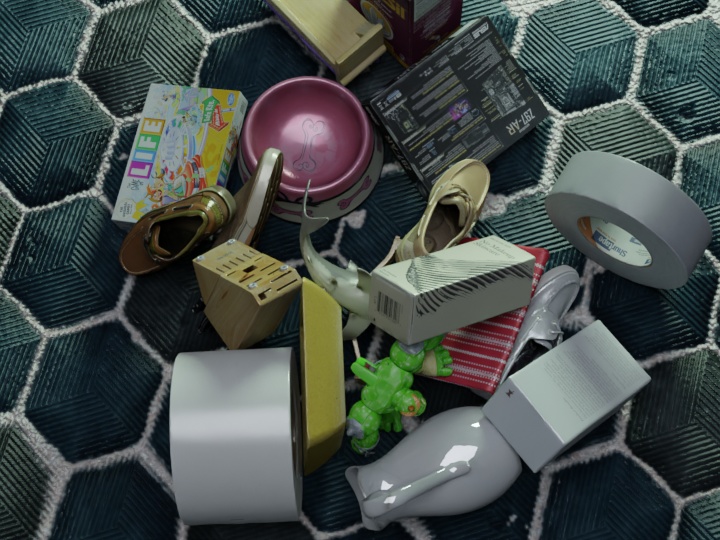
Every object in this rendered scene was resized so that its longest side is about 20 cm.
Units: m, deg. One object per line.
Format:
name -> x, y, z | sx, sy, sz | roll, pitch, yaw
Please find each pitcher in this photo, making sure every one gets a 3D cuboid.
pitcher -> 0.089, 0.239, 1.554 | 0.199, 0.172, 0.122 | -21, 91, -4

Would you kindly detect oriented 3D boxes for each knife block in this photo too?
knife block -> -0.133, 0.060, 1.595 | 0.064, 0.176, 0.200 | -30, 32, -28

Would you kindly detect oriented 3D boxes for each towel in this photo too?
towel -> 0.145, 0.051, 1.657 | 0.144, 0.022, 0.201 | 11, 69, 39

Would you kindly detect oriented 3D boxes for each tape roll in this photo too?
tape roll -> 0.328, -0.060, 1.628 | 0.200, 0.200, 0.066 | 31, 76, 11
tape roll -> -0.143, 0.193, 1.560 | 0.138, 0.203, 0.204 | -2, 72, 1

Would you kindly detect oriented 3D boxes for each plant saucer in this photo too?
plant saucer -> -0.046, 0.130, 1.579 | 0.048, 0.200, 0.201 | -1, 72, -4

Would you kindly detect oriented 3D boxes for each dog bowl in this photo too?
dog bowl -> -0.068, -0.166, 1.740 | 0.199, 0.074, 0.201 | -1, 72, 2

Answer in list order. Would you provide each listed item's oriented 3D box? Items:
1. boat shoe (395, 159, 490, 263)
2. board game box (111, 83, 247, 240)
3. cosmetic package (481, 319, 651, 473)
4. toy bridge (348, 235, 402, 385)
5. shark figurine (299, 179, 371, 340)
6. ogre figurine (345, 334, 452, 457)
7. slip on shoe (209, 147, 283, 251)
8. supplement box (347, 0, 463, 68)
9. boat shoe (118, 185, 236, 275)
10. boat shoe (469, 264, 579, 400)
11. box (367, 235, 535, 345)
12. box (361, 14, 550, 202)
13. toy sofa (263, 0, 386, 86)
boat shoe -> 0.117, -0.071, 1.647 | 0.071, 0.064, 0.200 | 38, 56, -8
board game box -> -0.237, -0.145, 1.744 | 0.134, 0.034, 0.201 | 7, 72, 18
cosmetic package -> 0.248, 0.147, 1.580 | 0.200, 0.071, 0.102 | -25, 69, -44
toy bridge -> 0.022, 0.048, 1.693 | 0.067, 0.027, 0.201 | 14, 73, 7
shark figurine -> -0.022, -0.004, 1.650 | 0.214, 0.128, 0.090 | 40, 30, -19
ogre figurine -> 0.038, 0.138, 1.581 | 0.200, 0.120, 0.098 | -38, 78, 14
slip on shoe -> -0.152, -0.066, 1.673 | 0.060, 0.076, 0.201 | 23, 114, 6
supplement box -> 0.059, -0.375, 1.738 | 0.103, 0.200, 0.131 | -40, 74, -11
boat shoe -> -0.245, -0.045, 1.653 | 0.072, 0.200, 0.068 | 53, 36, -6
boat shoe -> 0.214, 0.081, 1.641 | 0.200, 0.072, 0.068 | -44, 45, -12
box -> 0.109, 0.021, 1.558 | 0.199, 0.069, 0.082 | -17, 33, -38
box -> 0.125, -0.211, 1.728 | 0.200, 0.044, 0.161 | -38, 104, -10
toy sofa -> -0.061, -0.343, 1.784 | 0.083, 0.098, 0.200 | -41, 76, -12
